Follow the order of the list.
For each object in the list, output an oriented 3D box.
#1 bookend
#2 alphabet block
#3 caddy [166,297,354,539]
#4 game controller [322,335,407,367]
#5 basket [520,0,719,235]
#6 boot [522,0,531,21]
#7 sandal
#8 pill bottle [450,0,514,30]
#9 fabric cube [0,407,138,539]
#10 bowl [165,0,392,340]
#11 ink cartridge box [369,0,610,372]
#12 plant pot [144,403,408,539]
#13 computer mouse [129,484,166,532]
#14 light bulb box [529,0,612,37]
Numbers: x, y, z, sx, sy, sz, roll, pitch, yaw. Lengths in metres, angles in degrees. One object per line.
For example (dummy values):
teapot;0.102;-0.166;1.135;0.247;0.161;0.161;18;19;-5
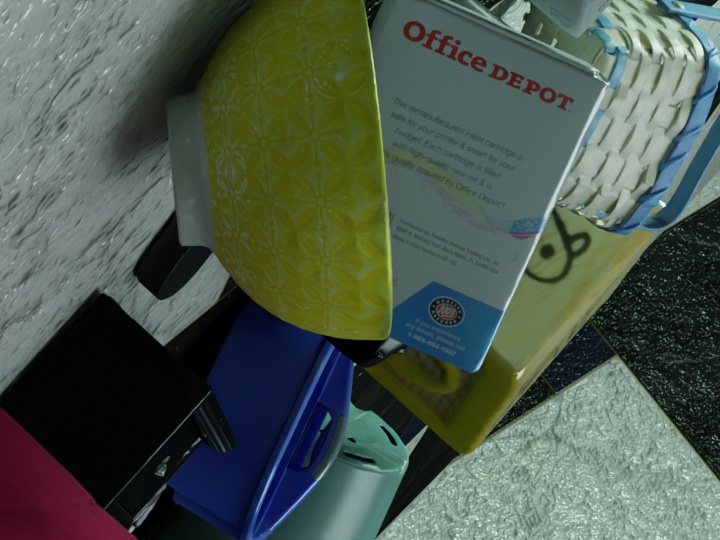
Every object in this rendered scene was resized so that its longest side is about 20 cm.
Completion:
bookend;-0.182;0.136;1.398;0.200;0.092;0.199;-47;170;-10
alphabet block;0.094;-0.006;1.789;0.200;0.195;0.197;-47;171;-24
caddy;-0.064;0.115;1.676;0.141;0.104;0.201;90;24;-74
game controller;0.000;0.000;1.588;0.105;0.042;0.200;-58;-152;3
basket;0.189;-0.115;1.553;0.199;0.139;0.177;13;117;-36
boot;0.131;-0.170;1.677;0.073;0.199;0.156;-26;-131;42
sandal;-0.062;-0.059;1.362;0.201;0.043;0.076;-54;169;21
pill bottle;0.031;-0.085;1.476;0.200;0.111;0.111;-52;170;10
fabric cube;-0.224;0.190;1.121;0.196;0.200;0.199;-50;168;5
bowl;-0.047;-0.057;1.187;0.107;0.201;0.200;-6;163;-4
ink cartridge box;0.046;-0.062;1.380;0.085;0.144;0.201;-85;-161;-77
plant pot;-0.065;0.210;1.945;0.197;0.200;0.200;-61;167;16
computer mouse;-0.180;0.168;1.676;0.110;0.044;0.200;-46;176;4
light bulb box;0.147;-0.271;1.276;0.198;0.125;0.200;-48;171;-9
